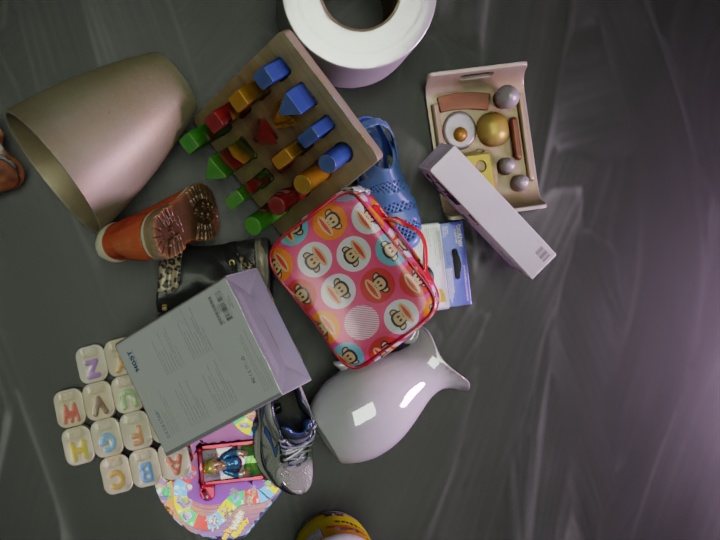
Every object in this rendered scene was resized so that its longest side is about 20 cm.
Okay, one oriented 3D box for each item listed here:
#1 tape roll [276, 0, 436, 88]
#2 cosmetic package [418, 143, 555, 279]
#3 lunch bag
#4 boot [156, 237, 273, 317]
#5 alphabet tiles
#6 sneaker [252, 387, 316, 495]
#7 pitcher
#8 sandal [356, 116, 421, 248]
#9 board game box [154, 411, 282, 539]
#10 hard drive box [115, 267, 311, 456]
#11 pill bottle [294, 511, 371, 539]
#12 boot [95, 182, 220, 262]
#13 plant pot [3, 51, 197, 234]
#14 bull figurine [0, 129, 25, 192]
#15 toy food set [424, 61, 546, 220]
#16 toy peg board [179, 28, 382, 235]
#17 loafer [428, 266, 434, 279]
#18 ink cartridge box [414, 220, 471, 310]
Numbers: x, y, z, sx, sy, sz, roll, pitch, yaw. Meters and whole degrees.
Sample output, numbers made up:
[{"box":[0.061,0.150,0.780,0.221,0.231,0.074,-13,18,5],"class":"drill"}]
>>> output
[{"box":[-0.009,-0.351,1.424,0.200,0.139,0.206,0,90,-8],"class":"tape roll"},{"box":[0.165,-0.078,1.434,0.051,0.083,0.200,-44,101,2],"class":"cosmetic package"},{"box":[0.003,0.001,1.351,0.175,0.082,0.201,-36,89,12],"class":"lunch bag"},{"box":[-0.191,0.055,1.431,0.149,0.073,0.203,2,99,-2],"class":"boot"},{"box":[-0.299,0.185,1.423,0.198,0.015,0.198,-14,85,1],"class":"alphabet tiles"},{"box":[-0.095,0.210,1.398,0.076,0.085,0.202,-23,114,-25],"class":"sneaker"},{"box":[0.020,0.143,1.433,0.199,0.121,0.173,-34,95,-10],"class":"pitcher"},{"box":[0.027,-0.119,1.435,0.079,0.087,0.202,-20,80,-12],"class":"sandal"},{"box":[-0.175,0.263,1.445,0.158,0.039,0.201,40,85,-5],"class":"board game box"},{"box":[-0.184,0.113,1.337,0.199,0.077,0.157,-29,85,27],"class":"hard drive box"},{"box":[-0.028,0.379,1.384,0.108,0.200,0.111,0,90,-8],"class":"pill bottle"},{"box":[-0.254,-0.058,1.384,0.106,0.200,0.076,-11,100,23],"class":"boot"},{"box":[-0.312,-0.182,1.376,0.200,0.187,0.188,-42,95,-19],"class":"plant pot"},{"box":[-0.533,-0.121,1.381,0.198,0.065,0.123,-20,125,-15],"class":"bull figurine"},{"box":[0.173,-0.176,1.485,0.142,0.060,0.203,-8,91,-8],"class":"toy food set"},{"box":[-0.113,-0.156,1.375,0.199,0.098,0.201,-35,95,37],"class":"toy peg board"},{"box":[0.000,0.000,1.429,0.198,0.063,0.073,12,109,9],"class":"loafer"},{"box":[0.047,0.002,1.478,0.197,0.042,0.121,-7,90,-5],"class":"ink cartridge box"}]
